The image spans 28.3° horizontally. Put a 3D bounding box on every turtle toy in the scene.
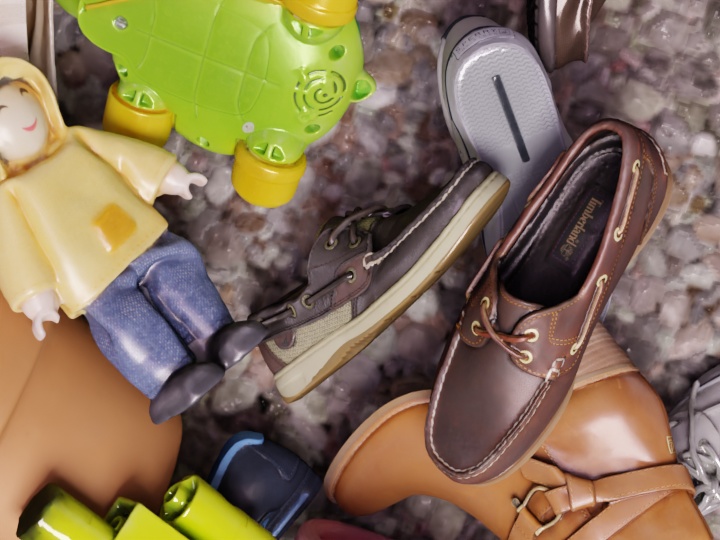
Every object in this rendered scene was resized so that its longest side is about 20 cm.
[{"bbox_3d":[-0.082,-0.135,0.756,0.198,0.101,0.147,22,124,1],"label":"turtle toy"}]

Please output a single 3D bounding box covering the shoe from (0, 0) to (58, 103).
[{"bbox_3d":[-0.175,-0.148,0.728,0.053,0.070,0.202,14,121,5],"label":"shoe"}]

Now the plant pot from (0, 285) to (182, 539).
[{"bbox_3d":[-0.189,0.101,0.769,0.139,0.200,0.201,30,100,-19],"label":"plant pot"}]

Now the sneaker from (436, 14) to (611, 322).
[{"bbox_3d":[0.093,-0.050,0.784,0.072,0.071,0.202,-15,120,3],"label":"sneaker"}]

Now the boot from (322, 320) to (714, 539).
[{"bbox_3d":[0.080,0.126,0.768,0.199,0.073,0.156,-37,68,25],"label":"boot"}]

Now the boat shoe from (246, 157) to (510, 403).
[{"bbox_3d":[0.000,0.000,0.764,0.065,0.073,0.200,47,127,2],"label":"boat shoe"}]

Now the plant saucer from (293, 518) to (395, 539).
[{"bbox_3d":[0.048,0.200,0.758,0.199,0.201,0.051,26,90,-2],"label":"plant saucer"}]

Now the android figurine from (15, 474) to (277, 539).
[{"bbox_3d":[-0.102,0.198,0.702,0.200,0.041,0.183,40,70,-24],"label":"android figurine"}]

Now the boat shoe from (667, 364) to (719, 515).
[{"bbox_3d":[0.180,0.115,0.797,0.201,0.086,0.075,-29,98,8],"label":"boat shoe"}]

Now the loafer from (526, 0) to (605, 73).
[{"bbox_3d":[0.137,-0.200,0.750,0.070,0.073,0.202,14,101,0],"label":"loafer"}]

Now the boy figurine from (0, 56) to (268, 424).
[{"bbox_3d":[-0.131,-0.025,0.713,0.124,0.064,0.201,-39,95,-30],"label":"boy figurine"}]

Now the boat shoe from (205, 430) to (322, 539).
[{"bbox_3d":[-0.083,0.193,0.805,0.068,0.084,0.201,24,102,-6],"label":"boat shoe"}]

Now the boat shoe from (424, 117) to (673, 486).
[{"bbox_3d":[0.085,0.015,0.712,0.070,0.070,0.201,28,94,24],"label":"boat shoe"}]
